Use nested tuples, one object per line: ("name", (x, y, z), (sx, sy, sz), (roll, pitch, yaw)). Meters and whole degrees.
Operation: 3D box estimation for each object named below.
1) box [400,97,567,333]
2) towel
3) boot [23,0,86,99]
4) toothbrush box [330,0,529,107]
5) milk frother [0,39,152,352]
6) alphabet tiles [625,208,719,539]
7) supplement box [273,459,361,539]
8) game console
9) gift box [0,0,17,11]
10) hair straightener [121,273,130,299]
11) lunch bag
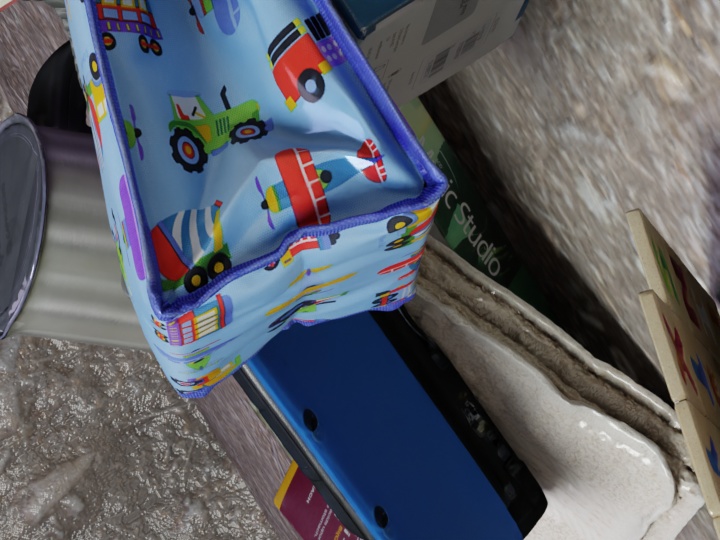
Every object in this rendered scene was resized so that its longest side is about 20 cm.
("box", (0.000, 0.000, 1.030), (0.144, 0.036, 0.200), (-9, 127, 41))
("towel", (0.046, 0.059, 0.986), (0.200, 0.034, 0.133), (35, 144, 9))
("boot", (-0.090, -0.142, 0.919), (0.200, 0.067, 0.131), (50, -146, -49))
("toothbrush box", (-0.026, -0.158, 0.787), (0.200, 0.085, 0.146), (56, 170, 8))
("milk frother", (-0.126, -0.013, 1.298), (0.200, 0.187, 0.181), (-50, 40, 44))
("alphabet tiles", (0.123, 0.073, 0.740), (0.200, 0.006, 0.167), (36, -145, -68))
("supplement box", (0.050, 0.136, 1.195), (0.110, 0.086, 0.200), (21, -171, -28))
("game console", (-0.027, 0.056, 0.924), (0.170, 0.118, 0.200), (-14, 116, 51))
("gift box", (-0.217, -0.245, 1.187), (0.200, 0.184, 0.187), (30, 153, 57))
("hair straightener", (-0.024, 0.027, 1.184), (0.199, 0.041, 0.077), (16, 164, -7))
("lunch bag", (-0.059, -0.076, 0.743), (0.151, 0.094, 0.201), (101, 145, -78))
